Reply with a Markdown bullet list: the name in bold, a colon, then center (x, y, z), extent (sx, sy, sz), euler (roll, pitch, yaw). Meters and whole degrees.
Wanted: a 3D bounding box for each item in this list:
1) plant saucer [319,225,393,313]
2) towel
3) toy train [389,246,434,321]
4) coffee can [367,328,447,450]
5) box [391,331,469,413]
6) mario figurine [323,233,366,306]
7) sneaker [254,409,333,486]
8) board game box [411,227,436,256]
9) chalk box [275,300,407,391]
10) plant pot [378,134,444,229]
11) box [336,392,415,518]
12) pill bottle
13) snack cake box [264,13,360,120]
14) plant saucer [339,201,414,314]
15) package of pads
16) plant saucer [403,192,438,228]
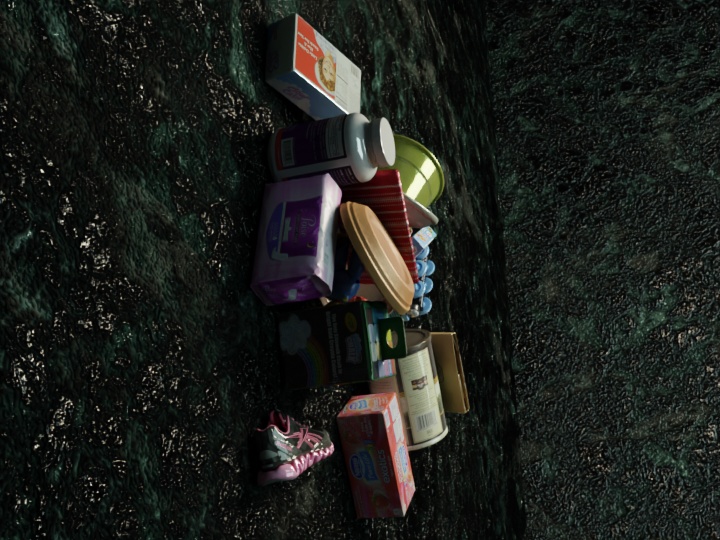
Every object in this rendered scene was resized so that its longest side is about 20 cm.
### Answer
- **plant saucer**: center (0.000, 0.000, 1.572), extent (0.034, 0.198, 0.204), euler (21, -49, 60)
- **towel**: center (0.024, -0.074, 1.481), extent (0.022, 0.142, 0.204), euler (-33, 117, -51)
- **toy train**: center (0.098, 0.020, 1.886), extent (0.087, 0.112, 0.203), euler (66, 25, -46)
- **coffee can**: center (0.087, 0.236, 1.716), extent (0.146, 0.144, 0.204), euler (-39, 119, -68)
- **box**: center (0.129, 0.208, 1.786), extent (0.021, 0.198, 0.167), euler (-21, 103, -44)
- **mario figurine**: center (-0.035, 0.045, 1.472), extent (0.104, 0.123, 0.204), euler (0, 104, -34)
- **sneaker**: center (-0.102, 0.250, 1.284), extent (0.097, 0.078, 0.200), euler (71, 17, 4)
- **board game box**: center (0.078, -0.019, 1.732), extent (0.037, 0.151, 0.200), euler (46, 16, 2)
- **chalk box**: center (-0.017, 0.117, 1.373), extent (0.124, 0.196, 0.128), euler (8, 75, -70)
- **plant pot**: center (0.050, -0.137, 1.743), extent (0.192, 0.197, 0.202), euler (-64, 143, -39)
- **box**: center (0.030, 0.339, 1.583), extent (0.103, 0.093, 0.204), euler (-41, 122, -68)
- **pill bottle**: center (-0.047, -0.193, 1.416), extent (0.112, 0.196, 0.115), euler (-8, 90, -71)
- **snack cake box**: center (-0.080, -0.343, 1.517), extent (0.199, 0.066, 0.117), euler (30, 56, -50)
- **plant saucer**: center (0.033, -0.026, 1.373), extent (0.202, 0.037, 0.201), euler (58, 10, -15)
- **package of pads**: center (-0.097, -0.051, 1.334), extent (0.076, 0.118, 0.203), euler (56, 31, -51)
- **plant saucer**: center (0.046, -0.121, 1.557), extent (0.051, 0.198, 0.200), euler (-58, 157, 1)
